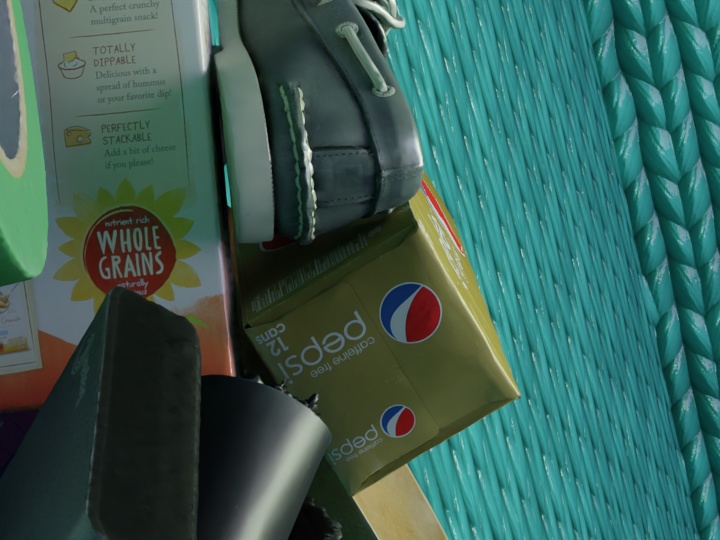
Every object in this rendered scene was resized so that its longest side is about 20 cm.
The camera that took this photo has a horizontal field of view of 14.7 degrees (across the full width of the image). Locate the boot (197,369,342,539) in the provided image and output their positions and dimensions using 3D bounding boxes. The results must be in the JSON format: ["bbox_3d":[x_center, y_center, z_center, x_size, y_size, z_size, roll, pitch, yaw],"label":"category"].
[{"bbox_3d":[-0.073,0.138,0.830,0.200,0.076,0.169,122,-9,-50],"label":"boot"}]

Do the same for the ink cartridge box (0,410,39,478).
[{"bbox_3d":[-0.059,0.096,0.986,0.196,0.043,0.200,42,8,8],"label":"ink cartridge box"}]

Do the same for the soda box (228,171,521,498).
[{"bbox_3d":[0.000,0.000,0.931,0.068,0.064,0.200,58,6,-16],"label":"soda box"}]

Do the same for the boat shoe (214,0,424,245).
[{"bbox_3d":[-0.014,-0.063,0.901,0.200,0.061,0.073,-97,-178,-67],"label":"boat shoe"}]

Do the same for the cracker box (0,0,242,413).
[{"bbox_3d":[-0.111,-0.057,0.860,0.058,0.133,0.202,-40,125,-89],"label":"cracker box"}]

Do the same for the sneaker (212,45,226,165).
[{"bbox_3d":[-0.096,-0.088,1.011,0.075,0.115,0.202,22,57,-80],"label":"sneaker"}]

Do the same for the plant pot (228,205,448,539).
[{"bbox_3d":[-0.009,0.068,0.970,0.201,0.027,0.200,58,5,-8],"label":"plant pot"}]

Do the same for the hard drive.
[{"bbox_3d":[-0.100,0.116,0.729,0.201,0.033,0.140,-58,-166,19],"label":"hard drive"}]

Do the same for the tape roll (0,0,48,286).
[{"bbox_3d":[-0.124,-0.092,0.704,0.200,0.048,0.202,-11,90,-90],"label":"tape roll"}]
